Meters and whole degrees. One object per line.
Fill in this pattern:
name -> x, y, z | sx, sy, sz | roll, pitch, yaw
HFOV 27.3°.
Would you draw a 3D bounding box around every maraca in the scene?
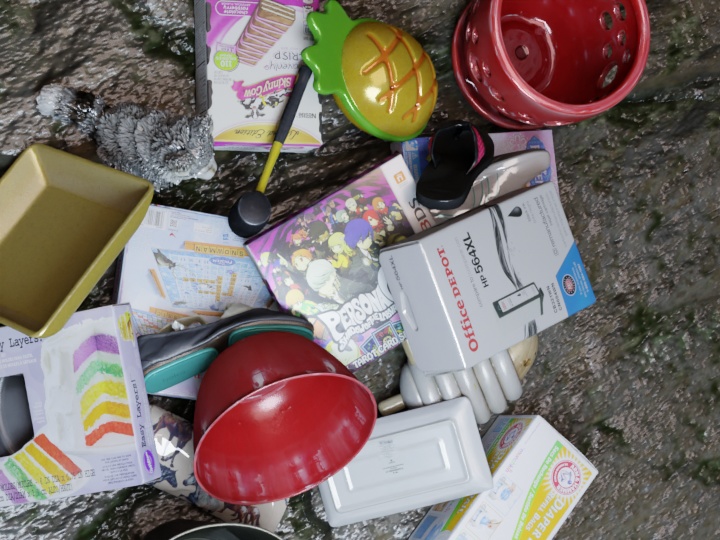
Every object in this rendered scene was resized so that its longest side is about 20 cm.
maraca -> 0.011, -0.223, 1.666 | 0.199, 0.106, 0.139 | 25, 60, -38

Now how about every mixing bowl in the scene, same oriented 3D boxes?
mixing bowl -> -0.092, 0.136, 1.525 | 0.198, 0.202, 0.109 | -11, 49, -19

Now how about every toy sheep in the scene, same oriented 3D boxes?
toy sheep -> 0.110, 0.113, 1.675 | 0.198, 0.138, 0.139 | -24, 93, 7

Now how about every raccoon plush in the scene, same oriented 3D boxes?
raccoon plush -> -0.245, -0.141, 1.568 | 0.197, 0.134, 0.098 | 13, 82, -18

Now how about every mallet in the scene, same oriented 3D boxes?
mallet -> -0.095, -0.128, 1.614 | 0.041, 0.066, 0.202 | 23, 66, -10

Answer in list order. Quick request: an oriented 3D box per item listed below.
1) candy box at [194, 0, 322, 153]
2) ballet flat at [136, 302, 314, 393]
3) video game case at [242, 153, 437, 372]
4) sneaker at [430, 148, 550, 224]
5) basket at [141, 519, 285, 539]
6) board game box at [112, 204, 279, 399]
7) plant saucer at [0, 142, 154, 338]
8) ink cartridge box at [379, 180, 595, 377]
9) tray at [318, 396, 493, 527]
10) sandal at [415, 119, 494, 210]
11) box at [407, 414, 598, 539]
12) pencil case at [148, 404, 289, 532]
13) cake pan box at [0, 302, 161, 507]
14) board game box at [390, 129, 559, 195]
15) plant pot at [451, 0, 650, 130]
candy box -> -0.115, -0.237, 1.661 | 0.135, 0.061, 0.203 | -1, 86, -20
ballet flat -> -0.149, 0.069, 1.560 | 0.198, 0.073, 0.074 | -16, 90, -14
video game case -> 0.000, 0.000, 1.614 | 0.198, 0.036, 0.183 | -30, 100, -7
sneaker -> 0.134, -0.076, 1.690 | 0.199, 0.070, 0.081 | -28, 99, -10
basket -> -0.164, 0.320, 1.521 | 0.178, 0.200, 0.138 | -3, 87, -18
board game box -> -0.172, 0.041, 1.619 | 0.197, 0.041, 0.202 | 10, 82, -18
plant saucer -> -0.324, -0.024, 1.520 | 0.201, 0.198, 0.049 | -55, 142, -21
ink cartridge box -> 0.137, 0.008, 1.585 | 0.199, 0.084, 0.148 | -25, 96, -33
tray -> 0.039, 0.214, 1.635 | 0.198, 0.022, 0.109 | -16, 91, 17
sandal -> 0.105, -0.129, 1.634 | 0.074, 0.201, 0.046 | 5, 119, 11
box -> 0.160, 0.271, 1.684 | 0.101, 0.112, 0.201 | 42, 73, -11
pencil case -> -0.165, 0.223, 1.594 | 0.198, 0.078, 0.090 | 29, 108, -15
cake pan box -> -0.313, 0.139, 1.518 | 0.197, 0.052, 0.187 | -9, 87, 17
board game box -> 0.142, -0.059, 1.744 | 0.197, 0.041, 0.203 | -6, 87, -19
plant pot -> 0.206, -0.262, 1.709 | 0.198, 0.182, 0.204 | 2, 85, -19
